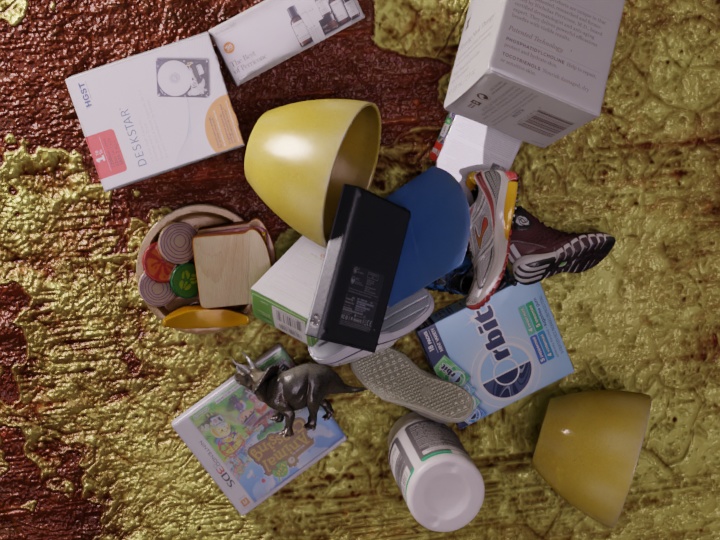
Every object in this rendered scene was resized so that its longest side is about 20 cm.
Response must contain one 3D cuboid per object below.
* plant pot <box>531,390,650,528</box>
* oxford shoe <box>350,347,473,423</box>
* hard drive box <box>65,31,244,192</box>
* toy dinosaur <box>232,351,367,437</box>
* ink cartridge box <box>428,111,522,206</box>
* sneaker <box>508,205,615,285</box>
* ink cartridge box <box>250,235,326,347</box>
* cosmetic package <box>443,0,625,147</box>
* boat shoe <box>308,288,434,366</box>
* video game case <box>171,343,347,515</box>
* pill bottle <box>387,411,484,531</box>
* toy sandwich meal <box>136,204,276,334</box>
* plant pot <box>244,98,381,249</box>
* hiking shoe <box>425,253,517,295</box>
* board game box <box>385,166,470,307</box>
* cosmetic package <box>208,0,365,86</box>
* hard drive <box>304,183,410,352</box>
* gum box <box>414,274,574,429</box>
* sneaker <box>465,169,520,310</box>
[{"bbox_3d":[0.336,0.262,1.613,0.140,0.200,0.203,17,101,12],"label":"plant pot"},{"bbox_3d":[0.073,0.170,1.584,0.197,0.058,0.076,24,77,13],"label":"oxford shoe"},{"bbox_3d":[-0.272,-0.213,1.445,0.197,0.077,0.158,-20,105,-4],"label":"hard drive box"},{"bbox_3d":[-0.083,0.173,1.546,0.196,0.077,0.104,-3,110,-7],"label":"toy dinosaur"},{"bbox_3d":[0.162,-0.168,1.545,0.107,0.050,0.203,22,100,-14],"label":"ink cartridge box"},{"bbox_3d":[0.280,-0.054,1.584,0.198,0.116,0.076,-11,145,-37],"label":"sneaker"},{"bbox_3d":[-0.051,0.004,1.497,0.200,0.103,0.060,-48,151,-34],"label":"ink cartridge box"},{"bbox_3d":[0.231,-0.300,1.435,0.164,0.167,0.203,18,76,-13],"label":"cosmetic package"},{"bbox_3d":[0.020,0.080,1.561,0.197,0.067,0.075,-22,64,15],"label":"boat shoe"},{"bbox_3d":[-0.148,0.237,1.601,0.199,0.022,0.183,-35,107,0],"label":"video game case"},{"bbox_3d":[0.102,0.283,1.562,0.111,0.200,0.115,-2,104,-9],"label":"pill bottle"},{"bbox_3d":[-0.214,0.004,1.509,0.201,0.070,0.209,-2,103,-9],"label":"toy sandwich meal"},{"bbox_3d":[-0.073,-0.145,1.453,0.140,0.200,0.203,18,101,15],"label":"plant pot"},{"bbox_3d":[0.121,-0.003,1.553,0.196,0.087,0.076,-6,114,-8],"label":"hiking shoe"},{"bbox_3d":[0.085,-0.044,1.501,0.199,0.160,0.039,-32,147,34],"label":"board game box"},{"bbox_3d":[-0.100,-0.333,1.460,0.198,0.051,0.083,-29,105,-2],"label":"cosmetic package"},{"bbox_3d":[0.000,0.000,1.441,0.139,0.032,0.204,19,85,-55],"label":"hard drive"},{"bbox_3d":[0.200,0.116,1.621,0.198,0.045,0.172,-26,106,-3],"label":"gum box"},{"bbox_3d":[0.166,-0.043,1.498,0.081,0.078,0.204,10,74,0],"label":"sneaker"}]
